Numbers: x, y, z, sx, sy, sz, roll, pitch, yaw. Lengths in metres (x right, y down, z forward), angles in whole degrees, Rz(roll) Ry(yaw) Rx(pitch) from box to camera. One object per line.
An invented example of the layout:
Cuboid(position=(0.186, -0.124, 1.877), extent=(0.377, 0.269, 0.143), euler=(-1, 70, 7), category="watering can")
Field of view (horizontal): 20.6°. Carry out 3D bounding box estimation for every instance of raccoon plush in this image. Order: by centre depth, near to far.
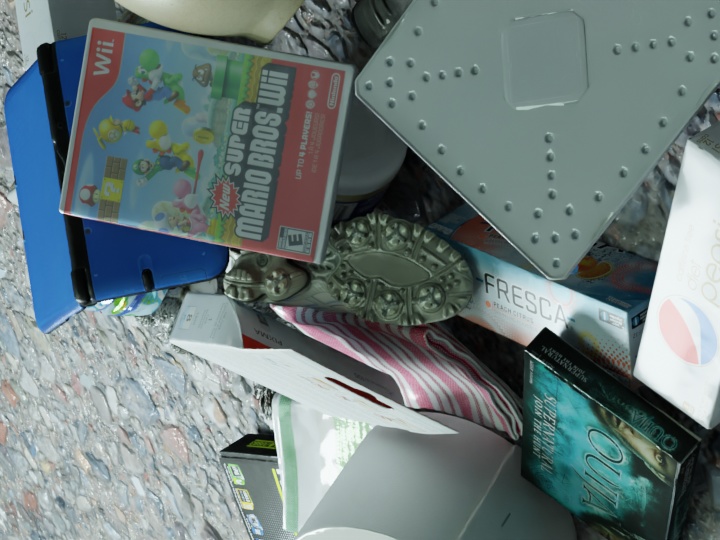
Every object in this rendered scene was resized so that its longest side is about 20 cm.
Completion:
Cuboid(position=(-0.114, 0.081, 1.723), extent=(0.096, 0.134, 0.202), euler=(8, 121, 49), category="raccoon plush")

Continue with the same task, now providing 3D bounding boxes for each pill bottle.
Cuboid(position=(-0.046, -0.061, 1.549), extent=(0.111, 0.111, 0.200), euler=(52, 146, 13), category="pill bottle")

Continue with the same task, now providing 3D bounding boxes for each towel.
Cuboid(position=(0.029, 0.072, 1.556), extent=(0.199, 0.030, 0.146), euler=(9, 153, 50), category="towel")
Cuboid(position=(0.017, 0.184, 1.667), extent=(0.198, 0.031, 0.150), euler=(13, 127, 26), category="towel")

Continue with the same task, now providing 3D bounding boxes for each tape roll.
Cuboid(position=(0.054, 0.232, 1.558), extent=(0.201, 0.139, 0.204), euler=(18, 133, 20), category="tape roll")

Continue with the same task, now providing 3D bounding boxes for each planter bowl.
Cuboid(position=(-0.086, -0.248, 1.419), extent=(0.134, 0.201, 0.200), euler=(35, 149, -12), category="planter bowl")

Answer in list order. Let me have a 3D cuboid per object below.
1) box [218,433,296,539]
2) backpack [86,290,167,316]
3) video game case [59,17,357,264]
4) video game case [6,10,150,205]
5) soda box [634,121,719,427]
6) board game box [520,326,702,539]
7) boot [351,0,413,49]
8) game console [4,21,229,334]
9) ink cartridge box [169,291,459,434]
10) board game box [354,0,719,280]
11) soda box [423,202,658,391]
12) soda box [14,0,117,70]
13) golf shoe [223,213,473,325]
Cuboid(position=(-0.031, 0.250, 1.819), extent=(0.192, 0.047, 0.202), euler=(1, 115, 53), category="box")
Cuboid(position=(-0.188, -0.061, 1.663), extent=(0.163, 0.200, 0.154), euler=(1, 132, 54), category="backpack")
Cuboid(position=(-0.110, -0.094, 1.424), extent=(0.198, 0.017, 0.145), euler=(11, 95, 9), category="video game case")
Cuboid(position=(-0.216, -0.154, 1.661), extent=(0.023, 0.183, 0.200), euler=(34, 152, -19), category="video game case")
Cuboid(position=(0.232, 0.000, 1.252), extent=(0.068, 0.063, 0.201), euler=(37, 141, 31), category="soda box")
Cuboid(position=(0.174, 0.133, 1.408), extent=(0.135, 0.028, 0.201), euler=(36, 158, 23), category="board game box")
Cuboid(position=(0.074, -0.157, 1.374), extent=(0.201, 0.069, 0.132), euler=(54, 153, 25), category="boot")
Cuboid(position=(-0.190, -0.069, 1.514), extent=(0.118, 0.169, 0.202), euler=(69, -170, -80), category="game console")
Cuboid(position=(-0.032, 0.068, 1.484), extent=(0.159, 0.048, 0.199), euler=(28, 166, -28), category="ink cartridge box")
Cuboid(position=(0.121, -0.131, 1.253), extent=(0.200, 0.026, 0.201), euler=(45, 107, 23), category="board game box")
Cuboid(position=(0.136, 0.013, 1.404), extent=(0.199, 0.063, 0.069), euler=(24, 132, 42), category="soda box")
Cuboid(position=(-0.254, -0.272, 1.658), extent=(0.068, 0.063, 0.202), euler=(-22, 75, 56), category="soda box")
Cuboid(position=(0.000, 0.000, 1.464), extent=(0.198, 0.097, 0.079), euler=(9, 86, 25), category="golf shoe")
